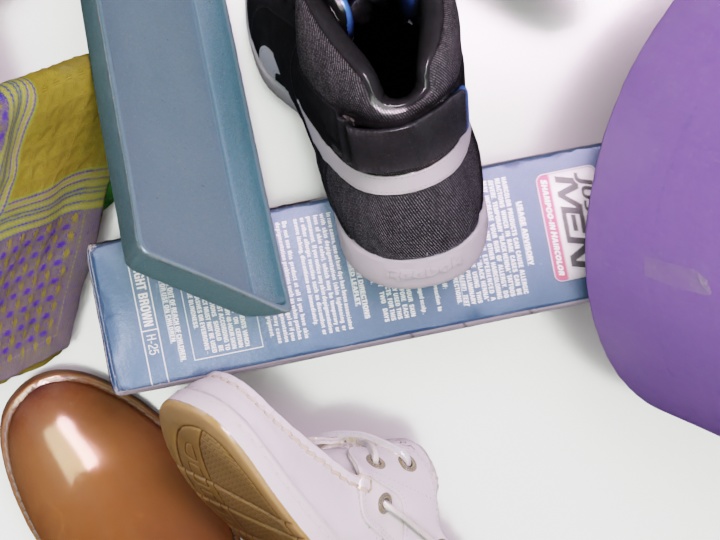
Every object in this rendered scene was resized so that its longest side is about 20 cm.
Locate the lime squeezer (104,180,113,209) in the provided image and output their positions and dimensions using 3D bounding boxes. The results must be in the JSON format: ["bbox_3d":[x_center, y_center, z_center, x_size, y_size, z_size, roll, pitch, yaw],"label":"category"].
[{"bbox_3d":[-0.131,-0.040,1.121,0.071,0.038,0.200,44,91,-3],"label":"lime squeezer"}]

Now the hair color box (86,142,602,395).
[{"bbox_3d":[0.000,0.000,1.095,0.200,0.100,0.061,-11,89,-2],"label":"hair color box"}]

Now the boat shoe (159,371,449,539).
[{"bbox_3d":[-0.003,0.091,1.088,0.069,0.071,0.200,-52,132,-14],"label":"boat shoe"}]

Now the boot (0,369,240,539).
[{"bbox_3d":[-0.072,0.127,1.070,0.074,0.155,0.200,-35,93,0],"label":"boot"}]

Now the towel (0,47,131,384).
[{"bbox_3d":[-0.147,0.001,1.020,0.023,0.200,0.144,27,114,17],"label":"towel"}]

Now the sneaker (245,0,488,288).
[{"bbox_3d":[0.002,-0.097,1.036,0.073,0.200,0.112,-14,133,-9],"label":"sneaker"}]

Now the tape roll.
[{"bbox_3d":[0.181,-0.026,1.051,0.085,0.200,0.200,23,92,42],"label":"tape roll"}]

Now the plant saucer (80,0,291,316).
[{"bbox_3d":[-0.072,-0.066,1.053,0.070,0.200,0.019,24,129,-36],"label":"plant saucer"}]
